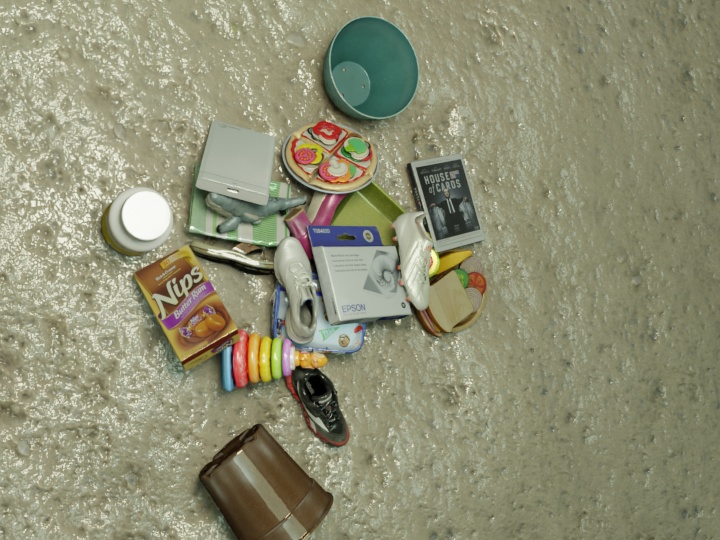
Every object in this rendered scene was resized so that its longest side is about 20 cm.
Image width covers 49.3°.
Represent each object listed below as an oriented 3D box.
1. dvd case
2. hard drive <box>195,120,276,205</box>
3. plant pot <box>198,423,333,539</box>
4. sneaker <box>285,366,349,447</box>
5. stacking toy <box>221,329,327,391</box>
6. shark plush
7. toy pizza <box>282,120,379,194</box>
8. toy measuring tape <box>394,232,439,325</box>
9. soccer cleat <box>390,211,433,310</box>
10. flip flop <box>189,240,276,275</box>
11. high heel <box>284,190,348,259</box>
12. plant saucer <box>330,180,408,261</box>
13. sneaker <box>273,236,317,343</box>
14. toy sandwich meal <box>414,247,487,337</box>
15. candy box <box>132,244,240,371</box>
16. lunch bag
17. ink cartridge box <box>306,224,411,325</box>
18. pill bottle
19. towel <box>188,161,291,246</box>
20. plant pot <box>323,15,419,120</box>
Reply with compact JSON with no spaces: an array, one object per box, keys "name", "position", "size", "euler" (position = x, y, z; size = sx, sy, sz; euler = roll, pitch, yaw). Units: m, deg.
[{"name":"dvd case","position":[0.188,-0.148,1.714],"size":[0.149,0.025,0.203],"euler":[-14,88,-33]},{"name":"hard drive","position":[-0.228,-0.205,1.466],"size":[0.130,0.027,0.202],"euler":[14,38,-12]},{"name":"plant pot","position":[-0.185,0.410,1.463],"size":[0.200,0.200,0.199],"euler":[-38,94,-21]},{"name":"sneaker","position":[-0.076,0.270,1.560],"size":[0.070,0.098,0.202],"euler":[-34,103,-23]},{"name":"stacking toy","position":[-0.161,0.167,1.481],"size":[0.196,0.116,0.112],"euler":[0,90,0]},{"name":"shark plush","position":[-0.194,-0.119,1.468],"size":[0.197,0.083,0.092],"euler":[9,62,-22]},{"name":"toy pizza","position":[-0.057,-0.233,1.564],"size":[0.197,0.032,0.202],"euler":[6,51,-8]},{"name":"toy measuring tape","position":[0.122,0.020,1.632],"size":[0.073,0.073,0.203],"euler":[13,89,-23]},{"name":"soccer cleat","position":[0.114,-0.023,1.562],"size":[0.069,0.077,0.203],"euler":[20,56,-60]},{"name":"flip flop","position":[-0.231,-0.034,1.517],"size":[0.197,0.081,0.059],"euler":[16,75,-17]},{"name":"high heel","position":[-0.061,-0.114,1.564],"size":[0.200,0.067,0.097],"euler":[-44,118,-32]},{"name":"plant saucer","position":[0.008,-0.068,1.638],"size":[0.200,0.048,0.201],"euler":[41,73,-18]},{"name":"sneaker","position":[-0.110,0.032,1.471],"size":[0.073,0.087,0.203],"euler":[-10,81,-22]},{"name":"toy sandwich meal","position":[0.204,0.044,1.710],"size":[0.202,0.070,0.209],"euler":[1,87,-24]},{"name":"candy box","position":[-0.316,0.065,1.425],"size":[0.116,0.057,0.201],"euler":[-29,67,-15]},{"name":"lunch bag","position":[-0.085,0.079,1.556],"size":[0.197,0.076,0.163],"euler":[7,91,-12]},{"name":"ink cartridge box","position":[0.000,0.000,1.523],"size":[0.198,0.040,0.203],"euler":[-3,73,-43]},{"name":"pill bottle","position":[-0.389,-0.086,1.375],"size":[0.110,0.199,0.113],"euler":[1,88,-24]},{"name":"towel","position":[-0.229,-0.124,1.517],"size":[0.197,0.023,0.155],"euler":[11,60,-23]},{"name":"plant pot","position":[0.003,-0.397,1.601],"size":[0.197,0.134,0.204],"euler":[1,87,-25]}]
